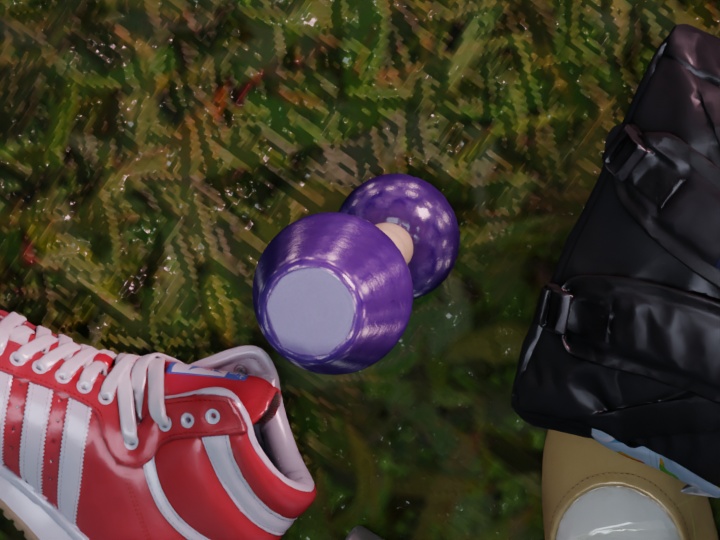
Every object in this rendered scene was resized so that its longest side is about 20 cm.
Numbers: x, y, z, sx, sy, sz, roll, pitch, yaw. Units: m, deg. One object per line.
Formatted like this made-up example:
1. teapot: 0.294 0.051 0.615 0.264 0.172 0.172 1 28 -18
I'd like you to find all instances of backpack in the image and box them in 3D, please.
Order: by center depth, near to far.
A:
1. backpack: 0.183 0.023 1.024 0.200 0.154 0.164 26 100 28

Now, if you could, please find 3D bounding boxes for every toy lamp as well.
1. toy lamp: 0.000 0.000 1.013 0.058 0.200 0.058 2 99 10

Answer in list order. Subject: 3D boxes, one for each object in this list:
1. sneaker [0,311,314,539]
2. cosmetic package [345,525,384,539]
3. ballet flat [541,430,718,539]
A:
1. sneaker: -0.106 0.046 1.097 0.200 0.071 0.112 44 107 -6
2. cosmetic package: -0.017 0.212 1.113 0.102 0.074 0.200 32 101 5
3. ballet flat: 0.109 0.143 1.085 0.068 0.063 0.201 -9 96 12
